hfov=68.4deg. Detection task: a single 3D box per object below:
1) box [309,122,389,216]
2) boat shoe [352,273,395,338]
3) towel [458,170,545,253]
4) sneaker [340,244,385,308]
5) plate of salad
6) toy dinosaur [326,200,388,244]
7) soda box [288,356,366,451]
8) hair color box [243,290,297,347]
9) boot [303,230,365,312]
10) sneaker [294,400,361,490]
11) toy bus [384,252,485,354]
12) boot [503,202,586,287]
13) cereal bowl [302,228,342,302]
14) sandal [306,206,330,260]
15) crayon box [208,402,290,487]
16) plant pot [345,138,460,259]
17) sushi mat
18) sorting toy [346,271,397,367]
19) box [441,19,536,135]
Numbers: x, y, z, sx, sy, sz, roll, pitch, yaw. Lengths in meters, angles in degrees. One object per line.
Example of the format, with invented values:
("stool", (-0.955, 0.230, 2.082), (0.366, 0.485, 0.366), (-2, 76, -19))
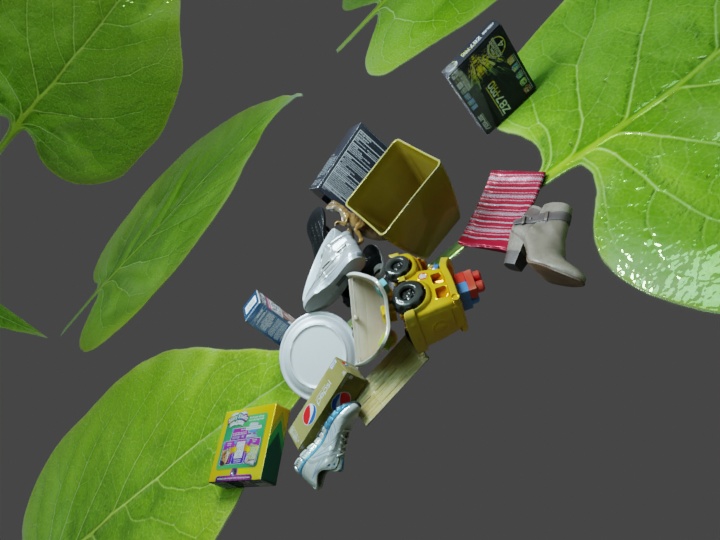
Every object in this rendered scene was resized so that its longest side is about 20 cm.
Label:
("box", (0.004, -0.234, 1.387), (0.201, 0.198, 0.123), (-54, 17, -4))
("boat shoe", (0.043, 0.081, 1.228), (0.072, 0.064, 0.205), (2, 62, 47))
("towel", (0.306, -0.133, 1.156), (0.143, 0.022, 0.204), (13, 72, 49))
("sneaker", (0.000, 0.000, 1.297), (0.072, 0.111, 0.205), (-18, 49, 33))
("plate of salad", (-0.095, 0.200, 1.240), (0.193, 0.048, 0.208), (-1, 83, 10))
("toy dinosaur", (0.000, -0.100, 1.292), (0.108, 0.197, 0.060), (-61, 10, -25))
("soda box", (-0.073, 0.299, 1.164), (0.203, 0.067, 0.064), (-57, 38, 4))
("hair color box", (-0.192, 0.141, 1.301), (0.061, 0.199, 0.100), (-49, 22, 1))
("boot", (-0.072, 0.003, 1.240), (0.200, 0.073, 0.097), (-44, 50, 19))
("sneaker", (-0.050, 0.369, 1.110), (0.086, 0.074, 0.203), (38, 95, 35))
("toy bus", (0.158, 0.039, 1.100), (0.187, 0.137, 0.203), (-22, 42, 7))
("boot", (0.362, -0.058, 1.003), (0.198, 0.070, 0.149), (21, 75, 51))
("cereal bowl", (-0.075, 0.001, 1.370), (0.202, 0.081, 0.204), (-91, 26, -63))
("sandal", (-0.113, -0.092, 1.551), (0.074, 0.044, 0.206), (-31, 57, 33))
("crayon box", (-0.269, 0.428, 1.291), (0.196, 0.058, 0.177), (-19, 48, 36))
("plant pot", (0.117, -0.150, 1.240), (0.201, 0.175, 0.200), (-50, 38, 3))
("sushi mat", (0.059, 0.232, 1.137), (0.201, 0.012, 0.096), (-48, 40, 7))
("sorting toy", (0.034, 0.093, 1.102), (0.180, 0.103, 0.208), (120, 145, -80))
("box", (0.307, -0.452, 1.257), (0.160, 0.199, 0.050), (-40, 37, 12))
